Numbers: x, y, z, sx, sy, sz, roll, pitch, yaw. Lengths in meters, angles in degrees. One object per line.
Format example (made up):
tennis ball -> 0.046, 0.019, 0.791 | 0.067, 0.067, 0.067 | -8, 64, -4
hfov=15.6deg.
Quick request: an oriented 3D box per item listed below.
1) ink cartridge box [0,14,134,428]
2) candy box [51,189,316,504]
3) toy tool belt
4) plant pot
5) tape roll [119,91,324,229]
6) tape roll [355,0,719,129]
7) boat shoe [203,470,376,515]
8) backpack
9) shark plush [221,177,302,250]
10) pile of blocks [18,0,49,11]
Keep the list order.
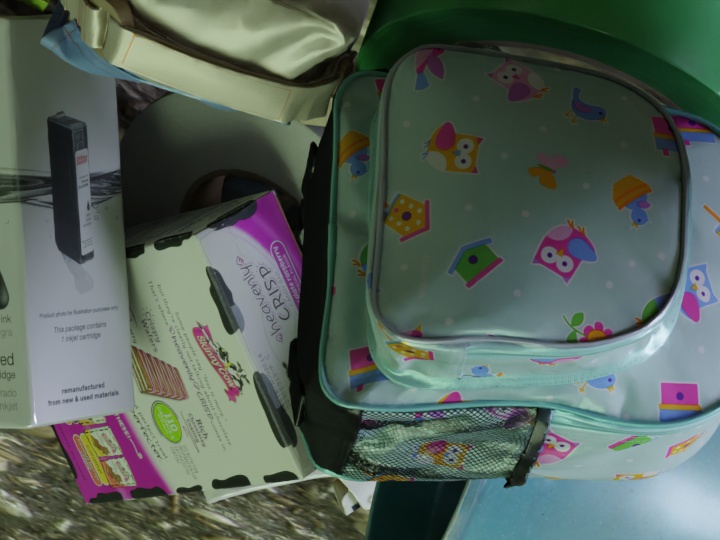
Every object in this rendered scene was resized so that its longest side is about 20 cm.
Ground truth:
ink cartridge box -> -0.197, -0.025, 1.321 | 0.143, 0.202, 0.084 | -2, -178, 34
candy box -> -0.096, 0.044, 1.375 | 0.199, 0.061, 0.137 | -11, 106, 51
toy tool belt -> -0.092, -0.126, 1.182 | 0.199, 0.125, 0.123 | 19, 148, 3
plant pot -> 0.123, 0.110, 1.339 | 0.187, 0.201, 0.200 | 19, 157, -11
tape roll -> -0.043, -0.011, 1.376 | 0.202, 0.037, 0.204 | 21, 130, 27
tape roll -> 0.098, -0.084, 1.217 | 0.199, 0.048, 0.201 | 16, 156, 7
boat shoe -> -0.001, 0.113, 1.603 | 0.198, 0.070, 0.071 | -3, 172, -3
backpack -> 0.079, 0.000, 1.133 | 0.198, 0.177, 0.154 | 8, 152, -10
shark plush -> 0.000, 0.000, 1.430 | 0.199, 0.084, 0.091 | -4, 154, 35
pile of blocks -> -0.196, -0.146, 1.292 | 0.199, 0.063, 0.082 | -6, 146, 46
